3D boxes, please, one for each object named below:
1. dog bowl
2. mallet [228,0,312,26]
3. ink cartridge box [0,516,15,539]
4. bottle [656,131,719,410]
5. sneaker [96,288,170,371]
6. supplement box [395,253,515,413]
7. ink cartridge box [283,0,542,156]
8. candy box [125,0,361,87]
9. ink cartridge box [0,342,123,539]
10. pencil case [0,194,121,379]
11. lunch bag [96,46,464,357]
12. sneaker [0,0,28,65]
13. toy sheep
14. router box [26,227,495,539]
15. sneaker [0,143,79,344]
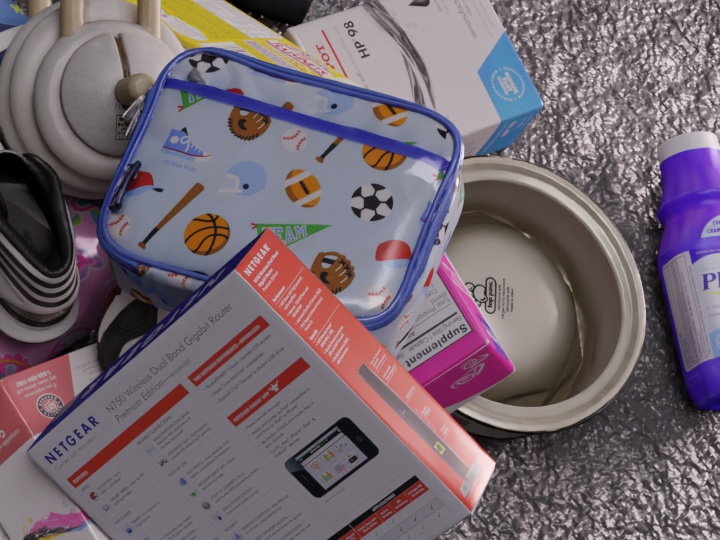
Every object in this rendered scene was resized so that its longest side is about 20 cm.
[{"bbox_3d":[0.092,0.026,1.414,0.198,0.074,0.202,8,66,-18],"label":"dog bowl"},{"bbox_3d":[-0.050,-0.247,1.406,0.065,0.201,0.041,15,52,-4],"label":"mallet"},{"bbox_3d":[-0.239,0.203,1.211,0.115,0.067,0.201,-27,80,-30],"label":"ink cartridge box"},{"bbox_3d":[0.259,-0.001,1.495,0.083,0.065,0.202,-2,69,-21],"label":"bottle"},{"bbox_3d":[-0.062,0.022,1.208,0.199,0.074,0.080,-25,62,4],"label":"sneaker"},{"bbox_3d":[0.000,0.000,1.299,0.103,0.101,0.201,-31,73,5],"label":"supplement box"},{"bbox_3d":[0.013,-0.121,1.441,0.199,0.067,0.117,-22,78,-28],"label":"ink cartridge box"},{"bbox_3d":[-0.100,-0.153,1.367,0.199,0.027,0.102,35,23,31],"label":"candy box"},{"bbox_3d":[-0.141,0.149,1.220,0.116,0.067,0.201,-20,74,-53],"label":"ink cartridge box"},{"bbox_3d":[-0.232,0.028,1.283,0.200,0.087,0.088,-37,84,-31],"label":"pencil case"},{"bbox_3d":[-0.046,-0.042,1.162,0.198,0.076,0.161,18,68,12],"label":"lunch bag"},{"bbox_3d":[-0.276,-0.107,1.327,0.082,0.074,0.200,42,61,-3],"label":"sneaker"},{"bbox_3d":[-0.164,-0.111,1.280,0.137,0.200,0.139,0,90,-17],"label":"toy sheep"},{"bbox_3d":[-0.057,0.102,1.121,0.180,0.200,0.049,46,35,-8],"label":"router box"},{"bbox_3d":[-0.222,-0.064,1.218,0.075,0.116,0.201,-29,73,-29],"label":"sneaker"}]
